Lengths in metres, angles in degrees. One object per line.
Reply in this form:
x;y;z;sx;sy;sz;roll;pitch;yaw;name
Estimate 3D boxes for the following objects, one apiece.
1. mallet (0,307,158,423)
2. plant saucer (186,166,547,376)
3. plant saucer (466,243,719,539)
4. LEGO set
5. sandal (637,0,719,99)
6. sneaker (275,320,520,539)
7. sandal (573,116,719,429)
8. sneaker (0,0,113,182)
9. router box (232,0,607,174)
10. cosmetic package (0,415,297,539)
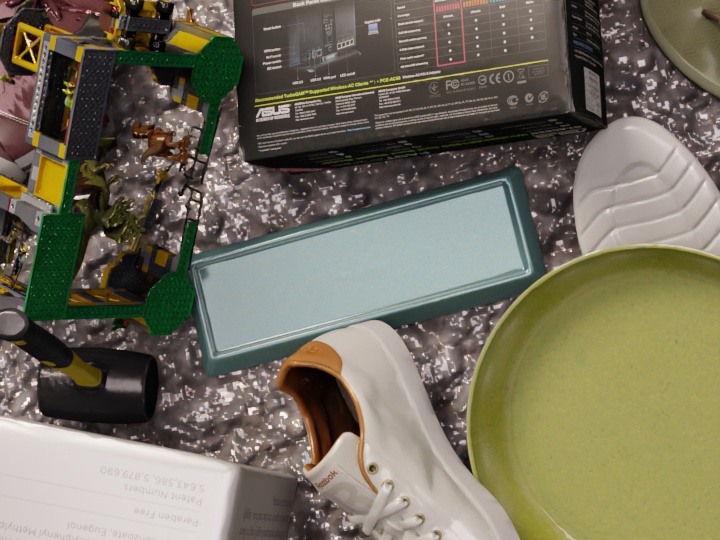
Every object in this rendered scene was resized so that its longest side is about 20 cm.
-0.163;0.046;1.112;0.065;0.200;0.042;1;77;15;mallet
0.000;0.000;1.184;0.198;0.019;0.071;-15;81;7;plant saucer
0.155;0.082;1.121;0.198;0.031;0.202;3;103;13;plant saucer
-0.158;-0.062;1.154;0.115;0.153;0.202;24;115;38;LEGO set
0.234;-0.105;1.142;0.201;0.057;0.080;43;91;11;sandal
0.016;0.125;1.125;0.073;0.084;0.201;-47;67;42;sneaker
0.178;0.013;1.144;0.082;0.050;0.204;-30;91;19;sandal
-0.201;-0.154;1.212;0.115;0.076;0.202;-25;91;0;sneaker
0.028;-0.140;1.148;0.198;0.062;0.152;-6;83;25;router box
-0.139;0.187;1.107;0.163;0.165;0.202;10;83;10;cosmetic package
